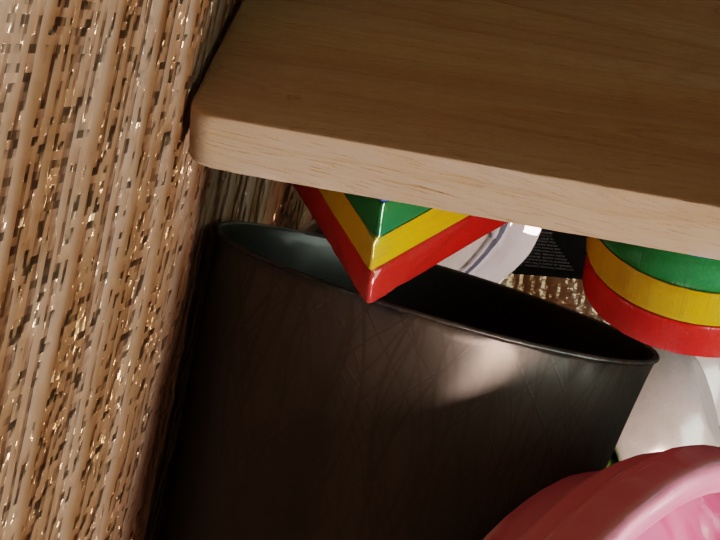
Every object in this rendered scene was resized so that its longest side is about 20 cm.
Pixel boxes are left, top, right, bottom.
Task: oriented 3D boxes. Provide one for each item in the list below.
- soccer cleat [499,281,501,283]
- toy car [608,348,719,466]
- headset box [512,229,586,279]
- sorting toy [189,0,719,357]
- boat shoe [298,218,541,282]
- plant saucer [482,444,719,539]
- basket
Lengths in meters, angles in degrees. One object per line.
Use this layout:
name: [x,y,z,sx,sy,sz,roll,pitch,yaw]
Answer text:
soccer cleat: [0.053,-0.013,1.608,0.200,0.085,0.069,-38,140,-83]
toy car: [0.086,0.100,1.148,0.200,0.175,0.150,-45,120,-73]
headset box: [0.068,-0.042,1.244,0.200,0.148,0.077,-34,130,-85]
sorting toy: [0.062,-0.050,0.806,0.199,0.199,0.070,-71,170,-57]
boat shoe: [0.000,0.000,1.044,0.200,0.070,0.071,-41,-139,53]
plant saucer: [0.067,0.143,0.820,0.200,0.051,0.201,-34,138,-38]
basket: [-0.002,0.101,0.857,0.180,0.136,0.201,9,101,-50]
